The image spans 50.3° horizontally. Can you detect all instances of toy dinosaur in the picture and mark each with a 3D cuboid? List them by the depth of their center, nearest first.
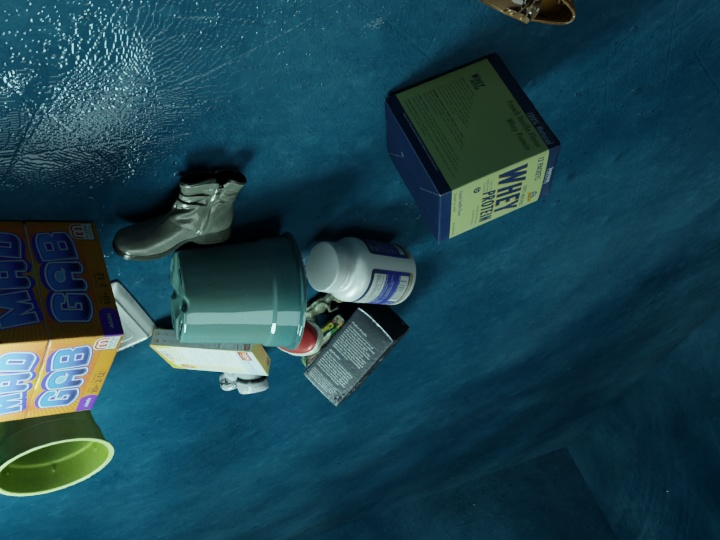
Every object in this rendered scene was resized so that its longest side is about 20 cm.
[{"bbox_3d":[-0.096,0.093,1.602,0.199,0.048,0.088,-31,148,18],"label":"toy dinosaur"}]

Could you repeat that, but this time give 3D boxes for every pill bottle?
[{"bbox_3d":[0.000,0.000,1.445,0.198,0.121,0.120,7,137,-45],"label":"pill bottle"}]

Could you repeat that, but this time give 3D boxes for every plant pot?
[{"bbox_3d":[-0.210,0.040,1.279,0.193,0.202,0.201,-3,145,-23],"label":"plant pot"},{"bbox_3d":[-0.551,0.258,1.341,0.197,0.192,0.201,-19,151,-11],"label":"plant pot"}]

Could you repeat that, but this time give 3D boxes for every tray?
[{"bbox_3d":[-0.433,0.092,1.342,0.106,0.022,0.201,-23,151,-5],"label":"tray"}]

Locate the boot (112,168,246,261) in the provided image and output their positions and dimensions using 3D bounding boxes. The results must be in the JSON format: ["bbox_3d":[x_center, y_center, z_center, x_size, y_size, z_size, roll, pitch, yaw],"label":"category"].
[{"bbox_3d":[-0.271,-0.093,1.142,0.198,0.068,0.131,-17,146,-33],"label":"boot"}]

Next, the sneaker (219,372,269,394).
[{"bbox_3d":[-0.250,0.190,1.604,0.074,0.117,0.199,-9,-179,-27],"label":"sneaker"}]

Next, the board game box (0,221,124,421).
[{"bbox_3d":[-0.476,0.072,1.086,0.198,0.201,0.201,-2,143,-37],"label":"board game box"}]

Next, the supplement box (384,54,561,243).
[{"bbox_3d":[0.167,-0.189,1.187,0.197,0.202,0.135,-23,153,-8],"label":"supplement box"}]

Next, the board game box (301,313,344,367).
[{"bbox_3d":[-0.083,0.154,1.654,0.104,0.024,0.200,-40,169,-13],"label":"board game box"}]

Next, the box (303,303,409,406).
[{"bbox_3d":[-0.006,0.172,1.651,0.201,0.104,0.148,-50,171,15],"label":"box"}]

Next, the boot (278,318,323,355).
[{"bbox_3d":[-0.177,0.106,1.421,0.144,0.198,0.074,19,85,-54],"label":"boot"}]

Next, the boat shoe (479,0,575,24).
[{"bbox_3d":[0.226,-0.383,1.058,0.198,0.068,0.072,-2,144,-37],"label":"boat shoe"}]

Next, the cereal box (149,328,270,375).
[{"bbox_3d":[-0.280,0.155,1.451,0.197,0.040,0.144,3,156,7],"label":"cereal box"}]
